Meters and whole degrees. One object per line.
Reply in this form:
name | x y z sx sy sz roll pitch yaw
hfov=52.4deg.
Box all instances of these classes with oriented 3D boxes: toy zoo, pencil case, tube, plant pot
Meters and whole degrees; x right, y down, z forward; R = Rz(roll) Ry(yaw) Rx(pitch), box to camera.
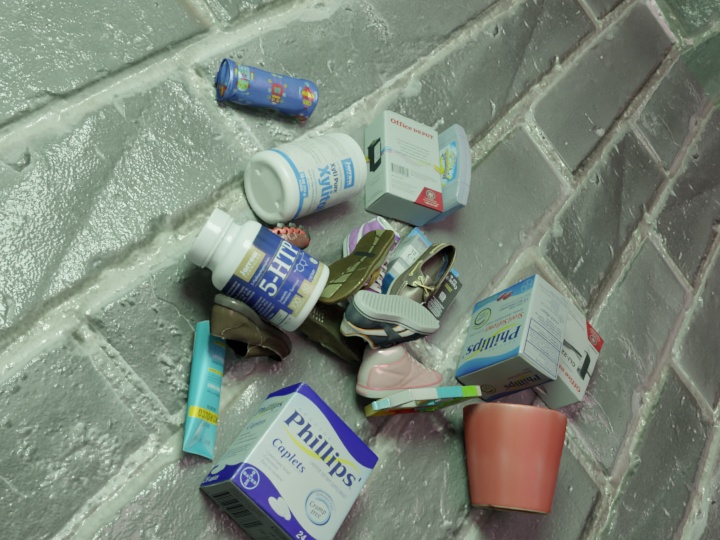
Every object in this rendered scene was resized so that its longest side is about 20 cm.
toy zoo | 0.099 0.231 1.290 0.199 0.131 0.021 4 67 -37
pencil case | -0.177 -0.338 1.377 0.199 0.087 0.079 6 102 -36
tube | -0.235 0.178 1.106 0.077 0.050 0.201 39 46 -53
plant pot | 0.281 0.351 1.351 0.200 0.200 0.178 19 67 -31

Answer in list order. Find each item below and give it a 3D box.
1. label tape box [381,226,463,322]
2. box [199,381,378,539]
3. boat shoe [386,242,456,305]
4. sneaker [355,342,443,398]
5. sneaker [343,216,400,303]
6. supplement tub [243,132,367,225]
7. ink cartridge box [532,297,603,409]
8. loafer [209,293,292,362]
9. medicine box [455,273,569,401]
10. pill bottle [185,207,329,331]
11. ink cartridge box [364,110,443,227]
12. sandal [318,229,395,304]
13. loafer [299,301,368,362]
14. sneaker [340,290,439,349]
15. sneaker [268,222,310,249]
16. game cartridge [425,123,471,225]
label tape box | 0.129 0.008 1.465 0.143 0.066 0.200 48 50 -9
box | -0.102 0.306 1.113 0.184 0.105 0.200 47 48 -11
boat shoe | 0.114 0.020 1.362 0.072 0.059 0.200 49 55 -11
sneaker | 0.079 0.167 1.316 0.199 0.075 0.105 2 95 -41
sneaker | 0.025 -0.014 1.331 0.072 0.114 0.201 26 43 -39
supplement tub | -0.098 -0.169 1.323 0.199 0.132 0.133 -25 86 -41
ink cartridge box | 0.440 0.182 1.615 0.144 0.084 0.200 48 49 -11
loafer | -0.179 0.104 1.143 0.071 0.073 0.200 -64 145 -15
medicine box | 0.305 0.137 1.462 0.103 0.182 0.201 37 51 -18
pill bottle | -0.160 -0.005 1.125 0.199 0.120 0.120 32 52 -12
ink cartridge box | 0.089 -0.210 1.520 0.145 0.083 0.201 15 60 -29
sandal | 0.000 0.000 1.255 0.200 0.080 0.054 -47 136 -38
loafer | -0.054 0.097 1.280 0.200 0.067 0.076 45 50 -34
sneaker | 0.047 0.089 1.259 0.199 0.080 0.079 16 31 -40
sneaker | -0.165 -0.024 1.243 0.200 0.071 0.098 -11 76 -39
game cartridge | 0.179 -0.209 1.560 0.040 0.133 0.201 23 56 -35
